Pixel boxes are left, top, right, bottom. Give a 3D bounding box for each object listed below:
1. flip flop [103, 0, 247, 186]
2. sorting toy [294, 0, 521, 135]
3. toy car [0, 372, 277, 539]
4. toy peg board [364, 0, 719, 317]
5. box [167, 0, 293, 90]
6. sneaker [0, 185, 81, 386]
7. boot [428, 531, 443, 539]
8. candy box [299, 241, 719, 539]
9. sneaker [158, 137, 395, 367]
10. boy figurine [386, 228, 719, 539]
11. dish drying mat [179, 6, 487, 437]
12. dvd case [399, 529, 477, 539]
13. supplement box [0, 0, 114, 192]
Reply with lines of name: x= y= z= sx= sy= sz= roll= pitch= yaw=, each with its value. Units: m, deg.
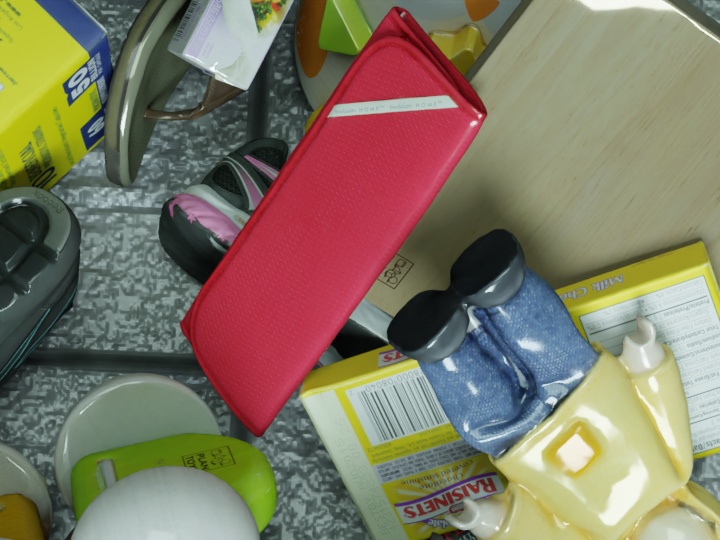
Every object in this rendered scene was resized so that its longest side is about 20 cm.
flip flop: x=-0.072 y=-0.127 z=0.859 sx=0.057 sy=0.081 sz=0.201 roll=32 pitch=69 yaw=8
sorting toy: x=0.058 y=-0.126 z=0.801 sx=0.198 sy=0.181 sz=0.107 roll=21 pitch=54 yaw=4
toy car: x=-0.125 y=0.151 z=0.746 sx=0.198 sy=0.175 sz=0.151 roll=-20 pitch=110 yaw=-9
toy peg board: x=0.122 y=-0.040 z=0.773 sx=0.198 sy=0.200 sz=0.098 roll=32 pitch=30 yaw=-13
box: x=-0.030 y=-0.186 z=0.798 sx=0.038 sy=0.041 sz=0.201 roll=27 pitch=91 yaw=-23
sneaker: x=-0.205 y=0.050 z=0.786 sx=0.075 sy=0.080 sz=0.200 roll=38 pitch=68 yaw=19
boot: x=0.112 y=0.176 z=0.705 sx=0.198 sy=0.186 sz=0.065 roll=22 pitch=93 yaw=5
candy box: x=0.081 y=0.063 z=0.764 sx=0.198 sy=0.103 sz=0.027 roll=-18 pitch=30 yaw=14
sneaker: x=0.000 y=0.000 z=0.826 sx=0.199 sy=0.080 sz=0.087 roll=37 pitch=65 yaw=2
boy figurine: x=0.094 y=0.082 z=0.715 sx=0.124 sy=0.064 sz=0.200 roll=-40 pitch=106 yaw=0
dish drying mat: x=-0.018 y=-0.019 z=0.745 sx=0.077 sy=0.018 sz=0.201 roll=51 pitch=121 yaw=26
dvd case: x=0.114 y=0.192 z=0.803 sx=0.145 sy=0.022 sz=0.201 roll=-31 pitch=79 yaw=-11
supplement box: x=-0.227 y=-0.066 z=0.814 sx=0.109 sy=0.109 sz=0.200 roll=43 pitch=77 yaw=9
